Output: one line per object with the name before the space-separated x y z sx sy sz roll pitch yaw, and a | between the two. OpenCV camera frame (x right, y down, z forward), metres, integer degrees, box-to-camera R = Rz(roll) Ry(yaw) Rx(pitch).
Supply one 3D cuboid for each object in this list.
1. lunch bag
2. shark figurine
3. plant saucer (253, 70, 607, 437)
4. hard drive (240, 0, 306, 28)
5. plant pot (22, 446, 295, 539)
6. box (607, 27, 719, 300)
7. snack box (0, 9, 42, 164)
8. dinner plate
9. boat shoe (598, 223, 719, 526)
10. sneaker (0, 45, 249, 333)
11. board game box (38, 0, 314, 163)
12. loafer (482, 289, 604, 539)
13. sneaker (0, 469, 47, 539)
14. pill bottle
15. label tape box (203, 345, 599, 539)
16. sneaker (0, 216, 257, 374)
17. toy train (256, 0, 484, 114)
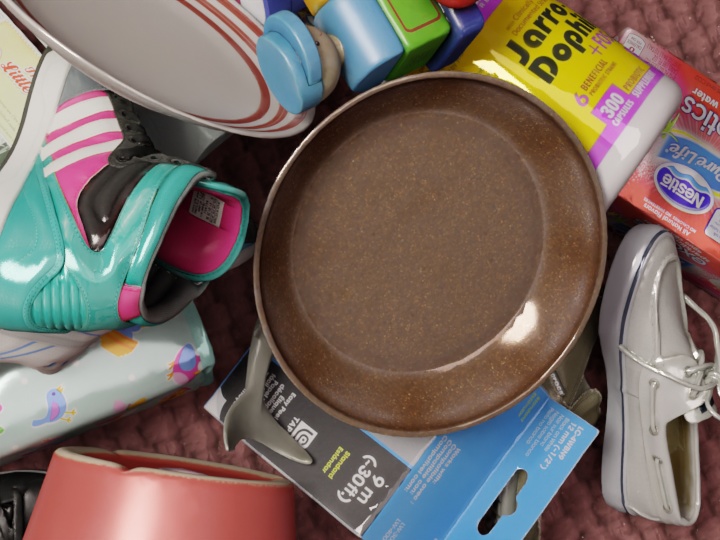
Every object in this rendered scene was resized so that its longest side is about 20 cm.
lunch bag | -0.195 0.000 0.789 0.168 0.122 0.202 -20 84 -10
shark figurine | -0.022 0.004 0.770 0.214 0.090 0.128 -42 63 -8
plant saucer | 0.036 -0.009 0.710 0.198 0.037 0.203 -5 108 -15
hard drive | -0.002 -0.246 0.775 0.199 0.025 0.133 -38 135 -33
plant pot | -0.118 0.199 0.748 0.198 0.200 0.180 10 84 -8
box | 0.219 -0.060 0.871 0.199 0.095 0.100 31 83 -6
snack box | -0.235 -0.093 0.765 0.116 0.037 0.200 -32 54 -19
dinner plate | -0.112 -0.124 0.669 0.199 0.201 0.024 32 115 -6
boat shoe | 0.201 0.073 0.828 0.074 0.085 0.205 -21 117 -45
sneaker | -0.111 -0.047 0.648 0.119 0.084 0.202 9 49 1
board game box | -0.090 -0.169 0.801 0.148 0.064 0.200 47 50 -4
loafer | 0.126 0.095 0.857 0.069 0.075 0.203 12 84 -4
sneaker | -0.252 0.166 0.772 0.197 0.112 0.074 -7 88 -10
pill bottle | 0.080 -0.118 0.768 0.199 0.104 0.105 36 82 7
label tape box | 0.024 0.090 0.804 0.199 0.066 0.144 35 81 26
sneaker | -0.150 0.010 0.710 0.198 0.075 0.088 -13 128 -22
toy train | -0.031 -0.183 0.671 0.115 0.085 0.201 -28 84 -24
